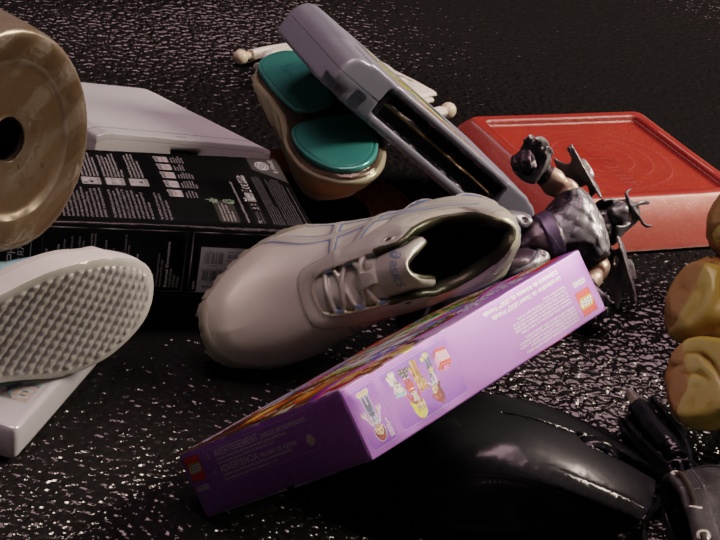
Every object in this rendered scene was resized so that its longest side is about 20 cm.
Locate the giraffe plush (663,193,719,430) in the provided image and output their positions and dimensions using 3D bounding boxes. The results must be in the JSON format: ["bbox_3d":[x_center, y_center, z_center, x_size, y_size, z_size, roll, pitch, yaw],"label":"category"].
[{"bbox_3d":[0.292,0.048,1.020,0.162,0.174,0.199,33,-10,-40],"label":"giraffe plush"}]

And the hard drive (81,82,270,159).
[{"bbox_3d":[-0.167,-0.103,1.268,0.131,0.027,0.200,3,14,-32],"label":"hard drive"}]

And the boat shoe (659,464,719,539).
[{"bbox_3d":[0.163,0.156,0.838,0.065,0.071,0.201,0,33,10],"label":"boat shoe"}]

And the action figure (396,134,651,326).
[{"bbox_3d":[0.108,-0.018,1.161,0.198,0.070,0.131,-16,64,-23],"label":"action figure"}]

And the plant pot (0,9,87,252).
[{"bbox_3d":[-0.251,-0.083,0.971,0.172,0.202,0.199,12,24,33],"label":"plant pot"}]

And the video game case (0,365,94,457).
[{"bbox_3d":[-0.240,0.031,1.030,0.180,0.024,0.200,13,26,10],"label":"video game case"}]

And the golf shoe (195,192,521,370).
[{"bbox_3d":[0.000,0.000,1.030,0.198,0.079,0.097,-22,1,-9],"label":"golf shoe"}]

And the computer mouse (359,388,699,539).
[{"bbox_3d":[0.099,0.097,0.962,0.198,0.053,0.139,2,27,-13],"label":"computer mouse"}]

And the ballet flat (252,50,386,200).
[{"bbox_3d":[-0.027,-0.088,1.252,0.069,0.070,0.200,0,31,-17],"label":"ballet flat"}]

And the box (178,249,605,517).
[{"bbox_3d":[0.019,0.057,0.929,0.199,0.039,0.136,-28,2,-44],"label":"box"}]

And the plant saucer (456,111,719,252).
[{"bbox_3d":[0.183,-0.074,1.362,0.198,0.037,0.200,-3,28,-24],"label":"plant saucer"}]

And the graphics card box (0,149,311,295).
[{"bbox_3d":[-0.137,-0.032,1.110,0.198,0.051,0.126,0,24,-17],"label":"graphics card box"}]

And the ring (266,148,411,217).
[{"bbox_3d":[-0.057,-0.039,1.236,0.198,0.019,0.201,6,25,-3],"label":"ring"}]

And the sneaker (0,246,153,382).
[{"bbox_3d":[-0.207,0.018,0.959,0.199,0.075,0.082,-14,37,-40],"label":"sneaker"}]

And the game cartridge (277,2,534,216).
[{"bbox_3d":[0.031,-0.108,1.261,0.200,0.041,0.133,38,5,-33],"label":"game cartridge"}]

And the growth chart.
[{"bbox_3d":[-0.018,-0.156,1.492,0.144,0.018,0.200,-11,32,-34],"label":"growth chart"}]
